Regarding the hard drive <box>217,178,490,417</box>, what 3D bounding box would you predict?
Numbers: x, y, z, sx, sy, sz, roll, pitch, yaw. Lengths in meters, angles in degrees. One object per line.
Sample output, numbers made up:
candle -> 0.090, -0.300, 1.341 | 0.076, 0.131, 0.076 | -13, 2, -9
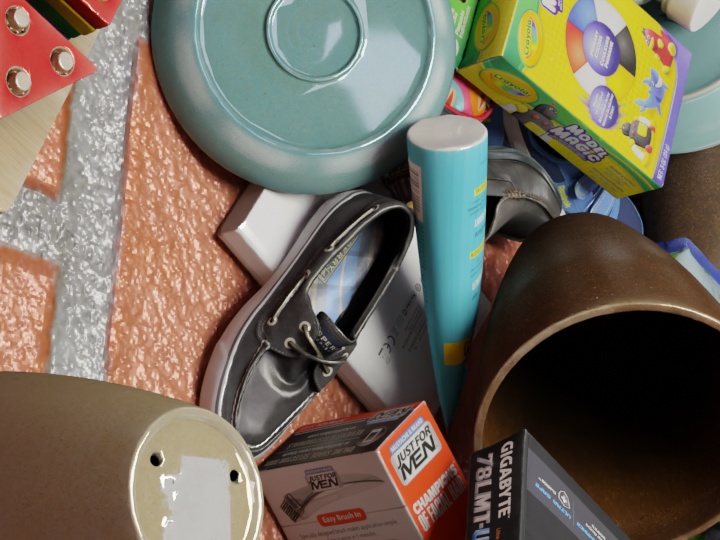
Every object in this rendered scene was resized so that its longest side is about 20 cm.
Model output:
hard drive -> 0.000, 0.000, 1.677 | 0.200, 0.026, 0.132 | 50, 49, -25

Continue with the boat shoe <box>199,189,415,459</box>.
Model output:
boat shoe -> -0.027, 0.035, 1.584 | 0.070, 0.066, 0.200 | 46, 66, -27

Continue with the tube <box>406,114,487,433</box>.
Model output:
tube -> 0.058, 0.000, 1.634 | 0.077, 0.050, 0.200 | -60, 152, -56

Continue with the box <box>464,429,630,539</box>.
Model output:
box -> 0.132, 0.229, 1.517 | 0.200, 0.050, 0.199 | 47, 30, -30

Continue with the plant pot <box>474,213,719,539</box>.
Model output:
plant pot -> 0.156, 0.050, 1.651 | 0.187, 0.187, 0.200 | 49, 17, -26

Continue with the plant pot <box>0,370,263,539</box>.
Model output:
plant pot -> -0.151, 0.132, 1.358 | 0.187, 0.200, 0.187 | 15, 70, -44

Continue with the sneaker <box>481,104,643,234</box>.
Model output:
sneaker -> 0.148, -0.070, 1.810 | 0.200, 0.082, 0.074 | 41, 51, -33

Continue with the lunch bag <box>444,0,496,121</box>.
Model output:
lunch bag -> 0.021, -0.203, 1.712 | 0.176, 0.082, 0.200 | 29, 60, -37

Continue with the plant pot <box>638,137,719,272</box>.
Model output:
plant pot -> 0.280, -0.076, 1.893 | 0.187, 0.187, 0.200 | 31, 67, -37

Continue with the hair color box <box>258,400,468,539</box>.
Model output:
hair color box -> 0.030, 0.188, 1.598 | 0.064, 0.111, 0.200 | -43, 111, -44

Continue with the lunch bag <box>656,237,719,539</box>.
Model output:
lunch bag -> 0.229, 0.097, 1.829 | 0.200, 0.127, 0.170 | 43, 49, -47

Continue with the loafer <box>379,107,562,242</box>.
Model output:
loafer -> 0.072, -0.048, 1.717 | 0.200, 0.073, 0.072 | 23, 50, -47

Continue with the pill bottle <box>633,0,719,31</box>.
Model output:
pill bottle -> 0.177, -0.258, 1.801 | 0.200, 0.112, 0.112 | 37, 44, 13

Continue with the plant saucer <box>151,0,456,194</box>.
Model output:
plant saucer -> -0.031, -0.149, 1.611 | 0.200, 0.027, 0.200 | 2, 83, -16

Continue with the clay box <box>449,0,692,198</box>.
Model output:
clay box -> 0.139, -0.149, 1.724 | 0.200, 0.048, 0.115 | 36, 57, -35

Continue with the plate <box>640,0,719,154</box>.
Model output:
plate -> 0.227, -0.181, 1.841 | 0.026, 0.200, 0.200 | 40, 50, -63

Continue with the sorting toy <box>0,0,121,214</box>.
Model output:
sorting toy -> -0.223, -0.170, 1.456 | 0.200, 0.070, 0.199 | 43, 52, -30
